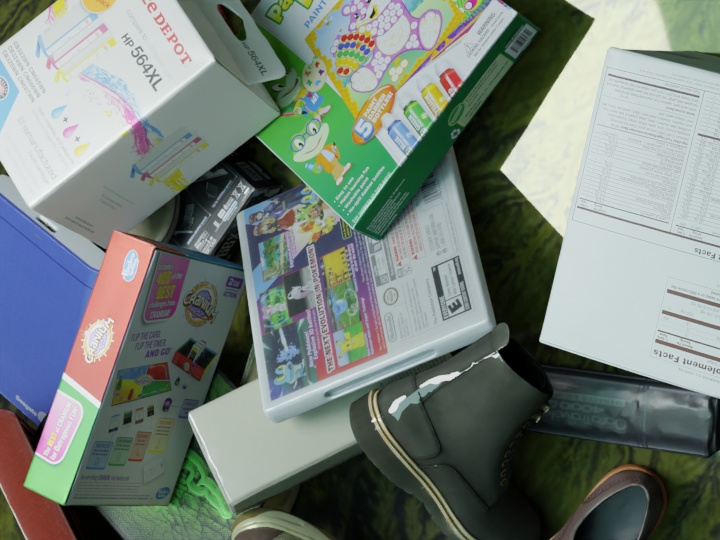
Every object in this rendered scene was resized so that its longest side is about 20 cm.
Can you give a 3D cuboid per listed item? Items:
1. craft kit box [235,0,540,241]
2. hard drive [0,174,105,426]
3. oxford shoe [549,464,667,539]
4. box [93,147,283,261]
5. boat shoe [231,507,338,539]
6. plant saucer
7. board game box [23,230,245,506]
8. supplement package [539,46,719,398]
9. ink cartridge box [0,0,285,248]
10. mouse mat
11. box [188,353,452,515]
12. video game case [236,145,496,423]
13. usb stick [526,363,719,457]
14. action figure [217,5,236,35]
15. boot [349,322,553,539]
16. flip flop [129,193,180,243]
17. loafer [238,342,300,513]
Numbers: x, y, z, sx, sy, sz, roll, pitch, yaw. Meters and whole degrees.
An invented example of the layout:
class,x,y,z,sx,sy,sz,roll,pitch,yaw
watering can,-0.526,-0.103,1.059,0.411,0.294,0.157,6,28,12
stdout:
class,x,y,z,sx,sy,sz,roll,pitch,yaw
craft kit box,0.003,-0.160,1.429,0.197,0.048,0.200,44,102,34
hard drive,-0.272,0.035,1.587,0.132,0.025,0.201,37,133,21
oxford shoe,0.151,0.228,1.397,0.071,0.073,0.200,33,94,10
box,-0.181,-0.041,1.569,0.158,0.050,0.200,42,111,17
boat shoe,-0.012,0.250,1.460,0.199,0.065,0.073,23,132,-13
plant saucer,-0.257,0.202,1.571,0.037,0.200,0.200,-27,82,-7
board game box,-0.165,0.079,1.443,0.040,0.153,0.201,20,91,25
supplement package,0.238,-0.037,1.288,0.147,0.191,0.201,17,102,24
ink cartridge box,-0.168,-0.137,1.412,0.200,0.125,0.129,-38,67,8
mouse mat,-0.159,0.139,1.522,0.200,0.008,0.161,44,104,23
box,-0.025,0.105,1.444,0.199,0.068,0.082,-25,78,-7
video game case,0.000,0.000,1.421,0.182,0.023,0.201,-23,49,14
usb stick,0.174,0.101,1.421,0.199,0.033,0.056,6,105,25
action figure,-0.136,-0.197,1.531,0.065,0.052,0.201,-20,88,8
boot,0.106,0.131,1.381,0.138,0.200,0.078,-32,39,24
flip flop,-0.194,-0.109,1.509,0.081,0.058,0.201,-7,90,25
loafer,-0.070,0.122,1.520,0.075,0.068,0.201,19,103,23
